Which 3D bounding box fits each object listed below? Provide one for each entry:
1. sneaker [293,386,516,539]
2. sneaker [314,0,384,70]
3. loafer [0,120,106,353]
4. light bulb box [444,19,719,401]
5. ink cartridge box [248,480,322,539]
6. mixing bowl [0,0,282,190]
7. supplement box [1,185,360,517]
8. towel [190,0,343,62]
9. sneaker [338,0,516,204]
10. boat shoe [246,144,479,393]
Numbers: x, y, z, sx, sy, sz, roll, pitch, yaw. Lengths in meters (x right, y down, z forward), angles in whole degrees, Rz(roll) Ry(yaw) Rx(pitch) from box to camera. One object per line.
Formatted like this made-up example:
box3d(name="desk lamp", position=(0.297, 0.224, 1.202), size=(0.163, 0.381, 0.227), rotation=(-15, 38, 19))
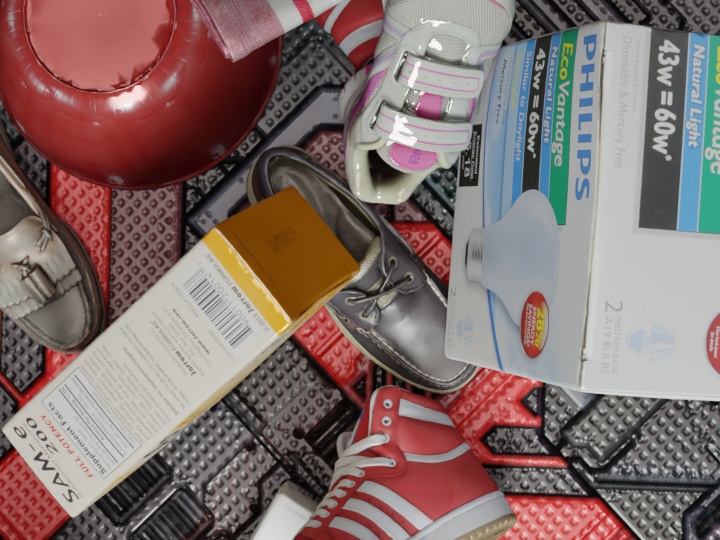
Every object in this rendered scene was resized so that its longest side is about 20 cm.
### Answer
box3d(name="sneaker", position=(-0.008, 0.141, 0.981), size=(0.199, 0.071, 0.113), rotation=(-16, 67, -36))
box3d(name="sneaker", position=(0.056, -0.207, 1.020), size=(0.199, 0.071, 0.113), rotation=(-33, 84, 11))
box3d(name="loafer", position=(-0.236, -0.033, 1.044), size=(0.071, 0.063, 0.201), rotation=(-31, 88, 3))
box3d(name="light bulb box", position=(0.145, -0.032, 0.938), size=(0.123, 0.200, 0.201), rotation=(4, 90, -17))
box3d(name="ink cartridge box", position=(-0.033, 0.264, 1.041), size=(0.162, 0.057, 0.201), rotation=(31, 96, 3))
box3d(name="mixing bowl", position=(-0.153, -0.153, 1.017), size=(0.198, 0.108, 0.203), rotation=(0, 91, 4))
box3d(name="supplement box", position=(-0.107, 0.048, 0.976), size=(0.200, 0.126, 0.074), rotation=(-41, 88, 24))
box3d(name="towel", position=(-0.028, -0.229, 0.962), size=(0.199, 0.023, 0.145), rotation=(-31, 75, -8))
box3d(name="sneaker", position=(0.040, -0.107, 0.956), size=(0.080, 0.201, 0.089), rotation=(8, 57, -11))
box3d(name="boat shoe", position=(0.000, 0.000, 1.027), size=(0.072, 0.065, 0.200), rotation=(-40, 88, 1))
